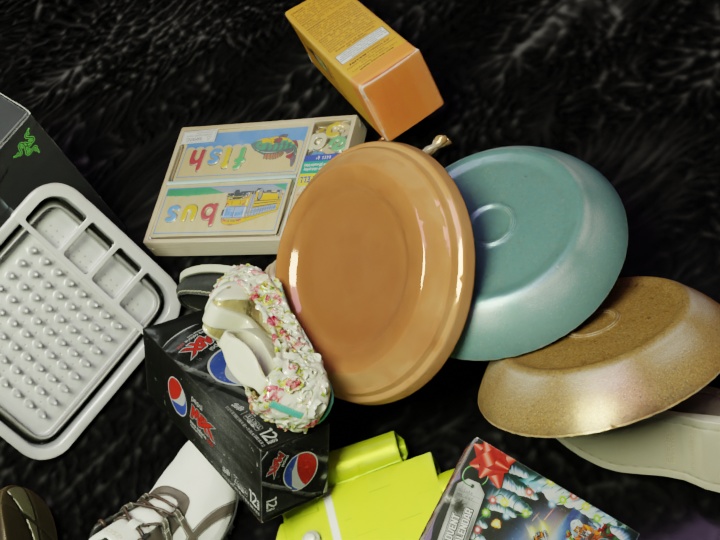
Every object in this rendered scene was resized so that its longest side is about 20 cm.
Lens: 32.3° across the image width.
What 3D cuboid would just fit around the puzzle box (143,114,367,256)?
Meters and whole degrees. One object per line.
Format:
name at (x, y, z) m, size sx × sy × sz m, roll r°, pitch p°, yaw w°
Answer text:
puzzle box at (-0.099, -0.077, 1.150) m, size 0.198 × 0.025 × 0.134 m, roll -1°, pitch 60°, yaw 27°

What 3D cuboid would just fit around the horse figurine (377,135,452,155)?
horse figurine at (0.036, -0.055, 1.070) m, size 0.132 × 0.050 × 0.201 m, roll -37°, pitch 39°, yaw 9°

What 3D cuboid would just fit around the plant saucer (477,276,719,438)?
plant saucer at (0.175, 0.053, 0.915) m, size 0.198 × 0.036 × 0.201 m, roll -20°, pitch 19°, yaw 7°

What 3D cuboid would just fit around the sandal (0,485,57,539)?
sandal at (-0.279, 0.270, 0.995) m, size 0.054 × 0.082 × 0.202 m, roll -30°, pitch 55°, yaw 20°

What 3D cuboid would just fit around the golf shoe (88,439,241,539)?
golf shoe at (-0.160, 0.208, 0.978) m, size 0.077 × 0.095 × 0.202 m, roll 13°, pitch 64°, yaw 27°

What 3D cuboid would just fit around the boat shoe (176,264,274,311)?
boat shoe at (-0.080, 0.046, 1.057) m, size 0.198 × 0.072 × 0.068 m, roll 17°, pitch 66°, yaw 24°

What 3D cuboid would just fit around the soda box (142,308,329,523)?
soda box at (-0.103, 0.109, 0.993) m, size 0.063 × 0.072 × 0.200 m, roll -17°, pitch 35°, yaw -31°

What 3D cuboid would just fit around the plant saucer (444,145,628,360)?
plant saucer at (0.103, -0.026, 0.951) m, size 0.198 × 0.036 × 0.202 m, roll -13°, pitch 50°, yaw 16°

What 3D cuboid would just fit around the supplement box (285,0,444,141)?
supplement box at (0.000, -0.196, 1.142) m, size 0.068 × 0.067 × 0.200 m, roll -35°, pitch 38°, yaw -4°

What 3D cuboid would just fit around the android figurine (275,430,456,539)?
android figurine at (0.014, 0.215, 0.944) m, size 0.198 × 0.041 × 0.184 m, roll -18°, pitch 56°, yaw 7°

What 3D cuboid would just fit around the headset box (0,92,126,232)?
headset box at (-0.336, -0.046, 1.125) m, size 0.092 × 0.201 × 0.175 m, roll 30°, pitch 73°, yaw 32°

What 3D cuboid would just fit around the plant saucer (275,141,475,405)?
plant saucer at (0.000, 0.000, 0.946) m, size 0.199 × 0.037 × 0.203 m, roll -8°, pitch 78°, yaw 43°

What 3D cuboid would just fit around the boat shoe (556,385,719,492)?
boat shoe at (0.222, 0.110, 0.918) m, size 0.198 × 0.073 × 0.059 m, roll 11°, pitch 24°, yaw 39°

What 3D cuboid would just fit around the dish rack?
dish rack at (-0.276, 0.044, 1.094) m, size 0.201 × 0.172 × 0.043 m, roll -51°, pitch 20°, yaw -14°

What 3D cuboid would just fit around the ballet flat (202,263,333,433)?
ballet flat at (-0.083, 0.048, 0.946) m, size 0.200 × 0.063 × 0.076 m, roll 46°, pitch 115°, yaw 51°

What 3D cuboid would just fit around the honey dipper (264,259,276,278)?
honey dipper at (-0.014, -0.027, 1.029) m, size 0.199 × 0.038 × 0.038 m, roll -34°, pitch 43°, yaw 46°

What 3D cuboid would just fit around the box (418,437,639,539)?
box at (0.091, 0.239, 0.868) m, size 0.136 × 0.040 × 0.201 m, roll 29°, pitch 72°, yaw 3°
